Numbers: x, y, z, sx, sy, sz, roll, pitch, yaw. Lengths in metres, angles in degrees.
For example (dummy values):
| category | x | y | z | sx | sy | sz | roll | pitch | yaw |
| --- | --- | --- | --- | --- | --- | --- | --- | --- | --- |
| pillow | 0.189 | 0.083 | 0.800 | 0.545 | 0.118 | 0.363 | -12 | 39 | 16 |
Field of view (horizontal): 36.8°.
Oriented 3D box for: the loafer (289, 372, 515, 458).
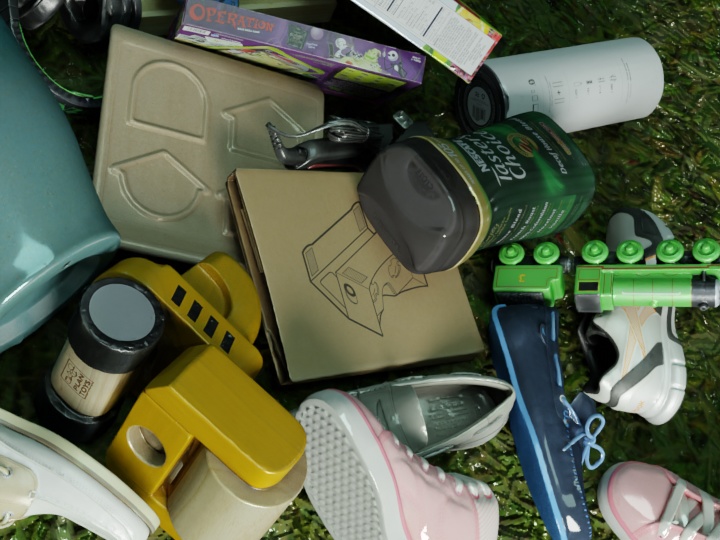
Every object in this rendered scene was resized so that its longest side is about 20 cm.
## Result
| category | x | y | z | sx | sy | sz | roll | pitch | yaw |
| --- | --- | --- | --- | --- | --- | --- | --- | --- | --- |
| loafer | 0.023 | 0.110 | 0.795 | 0.198 | 0.070 | 0.070 | -10 | 66 | -27 |

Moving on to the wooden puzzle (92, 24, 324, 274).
| category | x | y | z | sx | sy | sz | roll | pitch | yaw |
| --- | --- | --- | --- | --- | --- | --- | --- | --- | --- |
| wooden puzzle | -0.118 | -0.084 | 0.850 | 0.184 | 0.046 | 0.202 | 13 | 59 | -26 |

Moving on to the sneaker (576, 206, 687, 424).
| category | x | y | z | sx | sy | sz | roll | pitch | yaw |
| --- | --- | --- | --- | --- | --- | --- | --- | --- | --- |
| sneaker | 0.227 | 0.028 | 0.928 | 0.079 | 0.074 | 0.202 | 11 | 58 | -14 |

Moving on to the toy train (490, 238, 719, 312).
| category | x | y | z | sx | sy | sz | roll | pitch | yaw |
| --- | --- | --- | --- | --- | --- | --- | --- | --- | --- |
| toy train | 0.203 | 0.006 | 0.893 | 0.198 | 0.042 | 0.057 | 0 | 55 | 19 |

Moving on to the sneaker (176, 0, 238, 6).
| category | x | y | z | sx | sy | sz | roll | pitch | yaw |
| --- | --- | --- | --- | --- | --- | --- | --- | --- | --- |
| sneaker | -0.121 | -0.297 | 0.949 | 0.078 | 0.066 | 0.202 | 30 | 49 | -29 |

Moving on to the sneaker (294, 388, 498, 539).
| category | x | y | z | sx | sy | sz | roll | pitch | yaw |
| --- | --- | --- | --- | --- | --- | --- | --- | --- | --- |
| sneaker | 0.031 | 0.151 | 0.745 | 0.104 | 0.075 | 0.202 | -38 | 110 | -39 |

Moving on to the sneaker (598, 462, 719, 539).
| category | x | y | z | sx | sy | sz | roll | pitch | yaw |
| --- | --- | --- | --- | --- | --- | --- | --- | --- | --- |
| sneaker | 0.285 | 0.202 | 0.824 | 0.199 | 0.105 | 0.076 | 36 | 56 | 2 |

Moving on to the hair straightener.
| category | x | y | z | sx | sy | sz | roll | pitch | yaw |
| --- | --- | --- | --- | --- | --- | --- | --- | --- | --- |
| hair straightener | 0.002 | -0.112 | 0.870 | 0.199 | 0.077 | 0.041 | 0 | 58 | -50 |

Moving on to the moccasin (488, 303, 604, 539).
| category | x | y | z | sx | sy | sz | roll | pitch | yaw |
| --- | --- | --- | --- | --- | --- | --- | --- | --- | --- |
| moccasin | 0.153 | 0.110 | 0.838 | 0.067 | 0.081 | 0.202 | -10 | 65 | -5 |

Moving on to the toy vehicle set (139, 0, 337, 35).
| category | x | y | z | sx | sy | sz | roll | pitch | yaw |
| --- | --- | --- | --- | --- | --- | --- | --- | --- | --- |
| toy vehicle set | -0.132 | -0.275 | 0.980 | 0.198 | 0.027 | 0.125 | -11 | 66 | -28 |

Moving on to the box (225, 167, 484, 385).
| category | x | y | z | sx | sy | sz | roll | pitch | yaw |
| --- | --- | --- | --- | --- | --- | --- | --- | --- | --- |
| box | 0.000 | 0.000 | 0.840 | 0.199 | 0.021 | 0.165 | -3 | 68 | -41 |

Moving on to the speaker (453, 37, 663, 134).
| category | x | y | z | sx | sy | sz | roll | pitch | yaw |
| --- | --- | --- | --- | --- | --- | --- | --- | --- | --- |
| speaker | 0.191 | -0.169 | 1.022 | 0.198 | 0.081 | 0.082 | -15 | 68 | -29 |

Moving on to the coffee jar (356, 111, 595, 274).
| category | x | y | z | sx | sy | sz | roll | pitch | yaw |
| --- | --- | --- | --- | --- | --- | --- | --- | --- | --- |
| coffee jar | 0.095 | -0.065 | 0.872 | 0.199 | 0.086 | 0.105 | -18 | 63 | -42 |

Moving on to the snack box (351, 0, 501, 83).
| category | x | y | z | sx | sy | sz | roll | pitch | yaw |
| --- | --- | --- | --- | --- | --- | --- | --- | --- | --- |
| snack box | 0.029 | -0.242 | 0.932 | 0.142 | 0.053 | 0.200 | 32 | 15 | -21 |

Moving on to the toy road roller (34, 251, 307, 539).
| category | x | y | z | sx | sy | sz | roll | pitch | yaw |
| --- | --- | --- | --- | --- | --- | --- | --- | --- | --- |
| toy road roller | -0.108 | 0.076 | 0.733 | 0.200 | 0.123 | 0.146 | 43 | 43 | 6 |

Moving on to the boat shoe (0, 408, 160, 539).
| category | x | y | z | sx | sy | sz | roll | pitch | yaw |
| --- | --- | --- | --- | --- | --- | --- | --- | --- | --- |
| boat shoe | -0.224 | 0.130 | 0.684 | 0.199 | 0.075 | 0.069 | 31 | 63 | 2 |

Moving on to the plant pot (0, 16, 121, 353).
| category | x | y | z | sx | sy | sz | roll | pitch | yaw |
| --- | --- | --- | --- | --- | --- | --- | --- | --- | --- |
| plant pot | -0.262 | -0.050 | 0.702 | 0.188 | 0.200 | 0.200 | 49 | 55 | 1 |

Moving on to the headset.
| category | x | y | z | sx | sy | sz | roll | pitch | yaw |
| --- | --- | --- | --- | --- | --- | --- | --- | --- | --- |
| headset | -0.224 | -0.225 | 0.852 | 0.123 | 0.093 | 0.202 | 6 | 71 | -50 |

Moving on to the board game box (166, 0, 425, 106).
| category | x | y | z | sx | sy | sz | roll | pitch | yaw |
| --- | --- | --- | --- | --- | --- | --- | --- | --- | --- |
| board game box | -0.058 | -0.180 | 0.902 | 0.198 | 0.120 | 0.033 | 11 | 82 | -17 |
